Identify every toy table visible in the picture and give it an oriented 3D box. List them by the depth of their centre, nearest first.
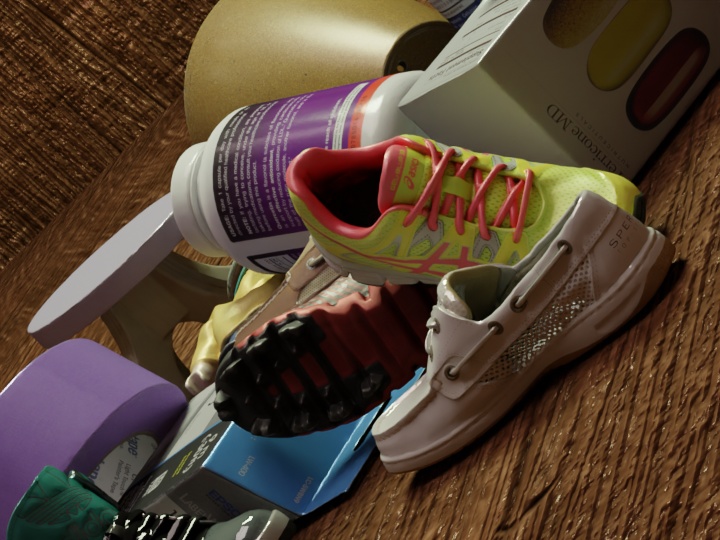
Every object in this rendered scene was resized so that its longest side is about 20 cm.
[{"bbox_3d":[-0.150,0.030,2.134,0.184,0.117,0.200,-52,12,-31],"label":"toy table"}]

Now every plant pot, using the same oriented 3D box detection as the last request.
[{"bbox_3d":[0.001,-0.129,2.015,0.186,0.186,0.200,-50,24,-21],"label":"plant pot"}]

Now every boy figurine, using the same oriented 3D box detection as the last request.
[{"bbox_3d":[-0.062,0.042,1.857,0.124,0.064,0.200,-35,9,1],"label":"boy figurine"}]

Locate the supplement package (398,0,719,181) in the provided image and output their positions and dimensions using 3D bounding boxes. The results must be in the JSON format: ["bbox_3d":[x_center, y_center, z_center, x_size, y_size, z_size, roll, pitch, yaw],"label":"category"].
[{"bbox_3d":[0.136,-0.134,1.592,0.200,0.114,0.110,-51,12,-22],"label":"supplement package"}]

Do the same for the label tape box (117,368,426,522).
[{"bbox_3d":[-0.055,0.098,1.625,0.200,0.063,0.144,-37,14,45],"label":"label tape box"}]

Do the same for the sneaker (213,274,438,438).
[{"bbox_3d":[0.011,0.027,1.555,0.200,0.071,0.098,-30,9,13],"label":"sneaker"}]

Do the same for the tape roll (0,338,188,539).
[{"bbox_3d":[-0.184,0.144,1.707,0.200,0.066,0.200,-53,-20,-29],"label":"tape roll"}]

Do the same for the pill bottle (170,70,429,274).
[{"bbox_3d":[-0.023,-0.059,1.806,0.200,0.113,0.113,-8,34,39],"label":"pill bottle"}]

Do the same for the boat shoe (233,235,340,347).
[{"bbox_3d":[0.000,0.000,1.691,0.200,0.076,0.072,-32,59,31],"label":"boat shoe"}]

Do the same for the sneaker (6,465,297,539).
[{"bbox_3d":[-0.130,0.152,1.557,0.200,0.121,0.084,-37,14,42],"label":"sneaker"}]

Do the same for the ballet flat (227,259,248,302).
[{"bbox_3d":[-0.038,-0.051,1.948,0.200,0.069,0.071,-57,38,42],"label":"ballet flat"}]

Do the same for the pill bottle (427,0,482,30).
[{"bbox_3d":[0.083,-0.222,1.903,0.111,0.200,0.111,-44,10,10],"label":"pill bottle"}]

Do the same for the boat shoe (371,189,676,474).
[{"bbox_3d":[0.065,0.026,1.390,0.200,0.069,0.071,-41,13,32],"label":"boat shoe"}]

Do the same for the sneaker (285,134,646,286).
[{"bbox_3d":[0.047,-0.030,1.440,0.200,0.090,0.078,0,64,30],"label":"sneaker"}]
